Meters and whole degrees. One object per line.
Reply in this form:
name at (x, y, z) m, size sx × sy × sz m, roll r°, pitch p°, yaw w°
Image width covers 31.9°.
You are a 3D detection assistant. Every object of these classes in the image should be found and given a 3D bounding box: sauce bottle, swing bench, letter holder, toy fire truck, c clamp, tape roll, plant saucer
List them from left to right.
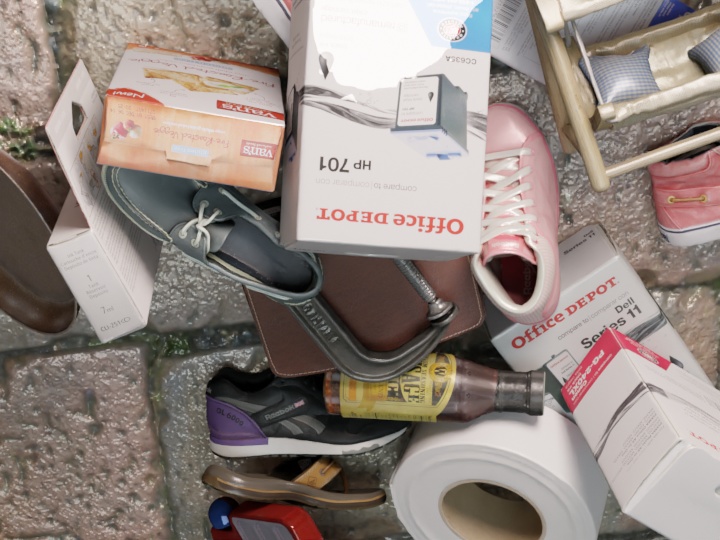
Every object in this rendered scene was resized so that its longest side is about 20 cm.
plant saucer at (-0.302, -0.034, 1.073) m, size 0.032 × 0.200 × 0.200 m, roll -40°, pitch 120°, yaw -35°
toy fire truck at (-0.078, 0.293, 1.227) m, size 0.112 × 0.200 × 0.168 m, roll -34°, pitch 106°, yaw -32°
letter holder at (0.000, 0.000, 1.134) m, size 0.200 × 0.101 × 0.142 m, roll -15°, pitch 117°, yaw 2°
c clamp at (0.014, 0.002, 1.064) m, size 0.171 × 0.027 × 0.200 m, roll -28°, pitch 115°, yaw 9°
sauce bottle at (0.067, 0.105, 1.146) m, size 0.200 × 0.066 × 0.066 m, roll 0°, pitch 115°, yaw 8°
tape roll at (0.133, 0.212, 1.210) m, size 0.202 × 0.071 × 0.203 m, roll 13°, pitch 133°, yaw 14°
swing bench at (0.240, -0.200, 1.004) m, size 0.199 × 0.130 × 0.200 m, roll -20°, pitch 112°, yaw 3°

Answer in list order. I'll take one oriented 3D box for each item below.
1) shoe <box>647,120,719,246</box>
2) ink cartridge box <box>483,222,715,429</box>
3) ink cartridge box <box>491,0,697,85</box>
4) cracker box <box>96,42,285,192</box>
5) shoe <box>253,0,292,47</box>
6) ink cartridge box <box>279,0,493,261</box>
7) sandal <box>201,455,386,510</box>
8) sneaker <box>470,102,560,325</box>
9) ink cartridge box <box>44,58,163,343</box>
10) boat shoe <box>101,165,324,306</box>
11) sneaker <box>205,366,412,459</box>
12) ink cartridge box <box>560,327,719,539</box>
shoe at (0.360, -0.094, 1.134) m, size 0.200 × 0.072 × 0.091 m, roll -18°, pitch 120°, yaw 8°
ink cartridge box at (0.225, 0.078, 1.195) m, size 0.147 × 0.083 × 0.200 m, roll -35°, pitch 112°, yaw 11°
ink cartridge box at (0.173, -0.221, 1.079) m, size 0.200 × 0.042 × 0.119 m, roll 25°, pitch 108°, yaw -13°
cracker box at (-0.132, -0.127, 1.008) m, size 0.134 × 0.200 × 0.058 m, roll 9°, pitch 111°, yaw -9°
shoe at (-0.039, -0.234, 1.036) m, size 0.091 × 0.071 × 0.200 m, roll -35°, pitch 114°, yaw 5°
ink cartridge box at (0.019, -0.113, 0.967) m, size 0.146 × 0.086 × 0.200 m, roll 3°, pitch 86°, yaw -13°
sandal at (-0.059, 0.200, 1.221) m, size 0.200 × 0.082 × 0.055 m, roll 14°, pitch 79°, yaw -26°
sneaker at (0.131, -0.051, 1.082) m, size 0.075 × 0.105 × 0.201 m, roll -9°, pitch 87°, yaw 16°
ink cartridge box at (-0.221, -0.062, 1.031) m, size 0.045 × 0.200 × 0.176 m, roll -21°, pitch 114°, yaw 5°
boat shoe at (-0.112, -0.037, 0.996) m, size 0.200 × 0.062 × 0.073 m, roll 34°, pitch 86°, yaw -14°
sneaker at (-0.049, 0.126, 1.203) m, size 0.200 × 0.076 × 0.088 m, roll -5°, pitch 109°, yaw -3°
ink cartridge box at (0.271, 0.153, 1.077) m, size 0.145 × 0.200 × 0.083 m, roll 30°, pitch 108°, yaw -17°
